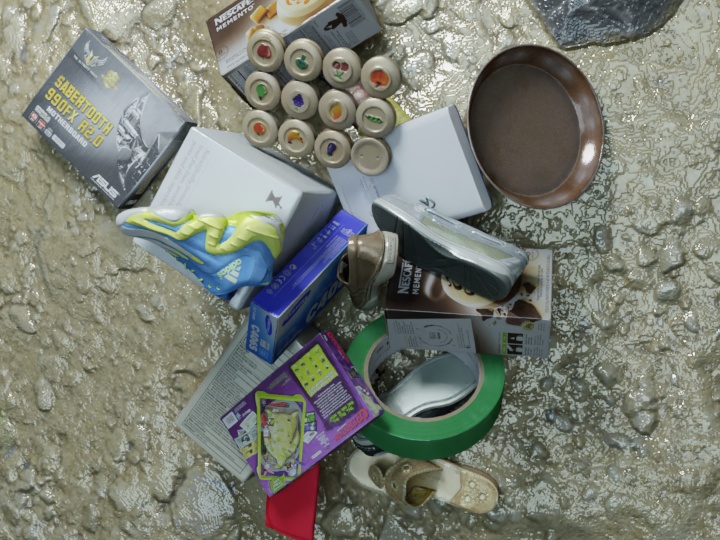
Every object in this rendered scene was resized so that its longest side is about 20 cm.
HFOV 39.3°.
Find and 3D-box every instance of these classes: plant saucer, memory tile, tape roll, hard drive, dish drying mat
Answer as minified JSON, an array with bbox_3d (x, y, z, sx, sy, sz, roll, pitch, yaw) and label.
[{"bbox_3d":[0.208,-0.172,1.225,0.199,0.034,0.202,2,85,-26],"label":"plant saucer"},{"bbox_3d":[-0.051,-0.203,1.232,0.199,0.017,0.154,15,119,12],"label":"memory tile"},{"bbox_3d":[0.078,0.137,1.253,0.199,0.201,0.048,11,141,13],"label":"tape roll"},{"bbox_3d":[0.056,-0.114,1.257,0.199,0.025,0.133,-15,101,38],"label":"hard drive"},{"bbox_3d":[-0.084,0.238,1.264,0.076,0.018,0.201,12,103,29],"label":"dish drying mat"}]

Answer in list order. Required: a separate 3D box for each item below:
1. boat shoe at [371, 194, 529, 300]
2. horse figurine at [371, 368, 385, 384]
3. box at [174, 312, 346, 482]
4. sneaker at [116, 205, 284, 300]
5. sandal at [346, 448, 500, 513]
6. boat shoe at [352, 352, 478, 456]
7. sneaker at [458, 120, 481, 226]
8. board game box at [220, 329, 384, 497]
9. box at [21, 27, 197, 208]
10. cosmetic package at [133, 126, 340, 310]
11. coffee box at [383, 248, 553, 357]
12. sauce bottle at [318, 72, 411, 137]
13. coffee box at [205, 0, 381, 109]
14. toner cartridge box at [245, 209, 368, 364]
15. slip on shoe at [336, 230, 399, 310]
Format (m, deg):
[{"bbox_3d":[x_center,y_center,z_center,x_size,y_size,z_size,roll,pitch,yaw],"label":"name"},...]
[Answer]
[{"bbox_3d":[0.104,-0.038,1.212,0.201,0.075,0.065,29,59,23],"label":"boat shoe"},{"bbox_3d":[-0.050,0.215,1.330,0.050,0.133,0.201,32,114,6],"label":"horse figurine"},{"bbox_3d":[-0.130,0.157,1.341,0.128,0.109,0.200,38,102,9],"label":"box"},{"bbox_3d":[-0.186,-0.019,1.154,0.199,0.076,0.106,4,96,12],"label":"sneaker"},{"bbox_3d":[0.076,0.276,1.318,0.210,0.070,0.078,11,97,13],"label":"sandal"},{"bbox_3d":[0.078,0.174,1.314,0.199,0.060,0.076,-26,50,0],"label":"boat shoe"},{"bbox_3d":[0.127,-0.096,1.284,0.070,0.075,0.201,26,122,20],"label":"sneaker"},{"bbox_3d":[-0.074,0.176,1.222,0.200,0.032,0.120,-40,74,29],"label":"board game box"},{"bbox_3d":[-0.349,-0.210,1.401,0.200,0.048,0.159,44,103,7],"label":"box"},{"bbox_3d":[-0.149,-0.069,1.283,0.164,0.200,0.165,31,100,10],"label":"cosmetic package"},{"bbox_3d":[0.135,0.035,1.248,0.199,0.080,0.114,2,50,9],"label":"coffee box"},{"bbox_3d":[0.022,-0.198,1.300,0.066,0.066,0.200,-41,84,13],"label":"sauce bottle"},{"bbox_3d":[-0.088,-0.315,1.290,0.199,0.080,0.115,-28,53,15],"label":"coffee box"},{"bbox_3d":[-0.066,0.018,1.261,0.043,0.200,0.095,29,140,16],"label":"toner cartridge box"},{"bbox_3d":[0.000,0.000,1.255,0.060,0.200,0.077,6,77,-8],"label":"slip on shoe"}]
